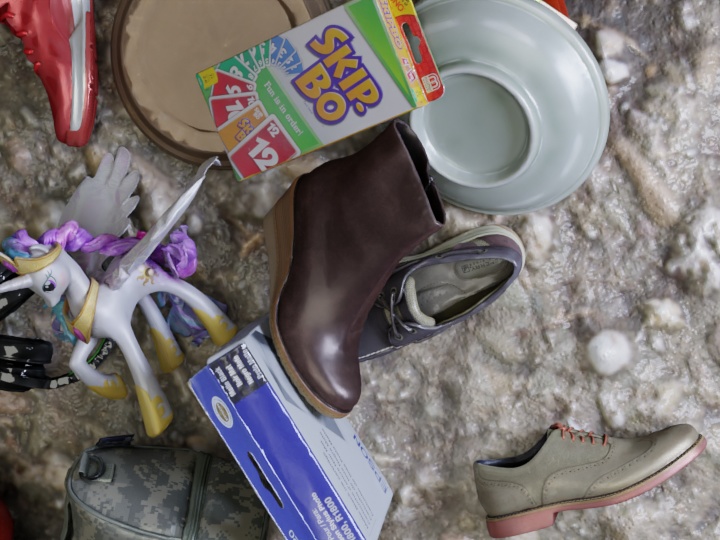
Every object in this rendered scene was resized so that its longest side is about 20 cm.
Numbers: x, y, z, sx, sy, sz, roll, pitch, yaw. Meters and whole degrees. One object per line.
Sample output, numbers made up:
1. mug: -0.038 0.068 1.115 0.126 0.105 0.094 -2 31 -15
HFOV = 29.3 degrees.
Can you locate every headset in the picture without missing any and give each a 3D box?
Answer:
1. headset: -0.308 0.047 1.198 0.198 0.094 0.125 -12 92 -9

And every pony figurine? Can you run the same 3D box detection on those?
1. pony figurine: -0.189 0.004 1.125 0.194 0.166 0.200 -54 124 -30

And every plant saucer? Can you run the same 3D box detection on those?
1. plant saucer: -0.116 -0.185 1.159 0.198 0.029 0.202 1 97 4
2. plant saucer: 0.095 -0.122 1.090 0.199 0.050 0.201 12 127 17

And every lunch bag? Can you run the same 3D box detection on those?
1. lunch bag: -0.170 0.244 1.137 0.166 0.140 0.201 11 122 -7

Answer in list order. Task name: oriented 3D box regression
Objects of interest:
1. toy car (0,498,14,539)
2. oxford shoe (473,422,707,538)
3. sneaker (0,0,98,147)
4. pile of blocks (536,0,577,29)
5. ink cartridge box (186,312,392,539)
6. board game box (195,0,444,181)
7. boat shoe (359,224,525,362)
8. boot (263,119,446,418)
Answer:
1. toy car: -0.338 0.282 1.195 0.177 0.185 0.200 -40 121 9
2. oxford shoe: 0.190 0.160 1.156 0.199 0.070 0.075 -22 90 7
3. sneaker: -0.278 -0.201 1.139 0.114 0.078 0.202 -2 84 -8
4. pile of blocks: 0.095 -0.241 1.105 0.199 0.082 0.062 29 93 0
5. ink cartridge box: -0.049 0.138 1.108 0.040 0.200 0.200 -31 94 12
6. board game box: -0.034 -0.148 1.093 0.199 0.030 0.096 -20 95 28
7. boat shoe: 0.046 0.024 1.152 0.199 0.065 0.072 -24 98 9
8. boot: 0.000 0.000 1.093 0.166 0.072 0.201 -30 67 36
